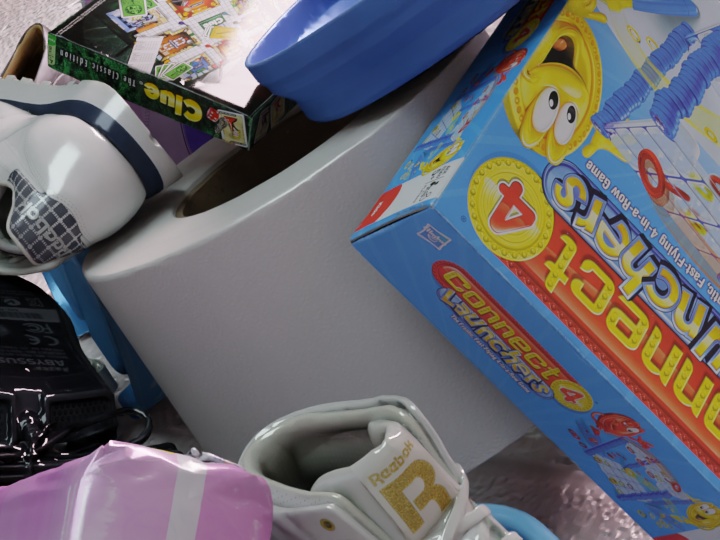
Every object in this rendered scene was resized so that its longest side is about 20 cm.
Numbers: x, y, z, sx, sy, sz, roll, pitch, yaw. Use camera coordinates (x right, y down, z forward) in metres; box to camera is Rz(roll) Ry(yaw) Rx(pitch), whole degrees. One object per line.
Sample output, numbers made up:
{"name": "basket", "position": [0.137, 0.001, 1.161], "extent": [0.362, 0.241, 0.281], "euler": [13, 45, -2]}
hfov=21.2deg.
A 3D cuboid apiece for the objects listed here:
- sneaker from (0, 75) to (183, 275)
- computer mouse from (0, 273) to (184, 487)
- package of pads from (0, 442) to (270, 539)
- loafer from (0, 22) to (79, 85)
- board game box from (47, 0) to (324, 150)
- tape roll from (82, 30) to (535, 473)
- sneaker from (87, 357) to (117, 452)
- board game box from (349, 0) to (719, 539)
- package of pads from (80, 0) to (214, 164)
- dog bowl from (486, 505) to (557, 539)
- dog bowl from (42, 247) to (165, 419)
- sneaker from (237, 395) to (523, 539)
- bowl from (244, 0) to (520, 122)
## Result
{"name": "sneaker", "position": [-0.157, -0.038, 0.879], "extent": [0.081, 0.076, 0.200], "euler": [-50, 18, -18]}
{"name": "computer mouse", "position": [-0.160, 0.054, 0.795], "extent": [0.138, 0.053, 0.200], "euler": [6, 20, -22]}
{"name": "package of pads", "position": [-0.094, 0.160, 0.615], "extent": [0.120, 0.075, 0.201], "euler": [-26, 50, 58]}
{"name": "loafer", "position": [-0.234, -0.070, 1.204], "extent": [0.073, 0.072, 0.200], "euler": [-2, 44, 34]}
{"name": "board game box", "position": [-0.049, -0.127, 0.899], "extent": [0.105, 0.024, 0.200], "euler": [22, 39, 17]}
{"name": "tape roll", "position": [0.000, 0.000, 0.833], "extent": [0.202, 0.139, 0.203], "euler": [-31, 14, 9]}
{"name": "sneaker", "position": [-0.199, 0.104, 0.954], "extent": [0.199, 0.080, 0.129], "euler": [-39, 25, -29]}
{"name": "board game box", "position": [0.124, -0.020, 0.755], "extent": [0.056, 0.200, 0.196], "euler": [-24, 28, 54]}
{"name": "package of pads", "position": [-0.049, -0.104, 0.990], "extent": [0.199, 0.121, 0.076], "euler": [0, 30, -13]}
{"name": "dog bowl", "position": [0.061, 0.157, 0.705], "extent": [0.111, 0.050, 0.200], "euler": [-37, 34, -9]}
{"name": "dog bowl", "position": [-0.135, -0.002, 1.019], "extent": [0.049, 0.112, 0.200], "euler": [-24, 32, -14]}
{"name": "sneaker", "position": [0.036, 0.106, 0.631], "extent": [0.200, 0.116, 0.074], "euler": [13, 52, 44]}
{"name": "bowl", "position": [0.041, -0.133, 0.784], "extent": [0.200, 0.039, 0.201], "euler": [-37, 13, 10]}
